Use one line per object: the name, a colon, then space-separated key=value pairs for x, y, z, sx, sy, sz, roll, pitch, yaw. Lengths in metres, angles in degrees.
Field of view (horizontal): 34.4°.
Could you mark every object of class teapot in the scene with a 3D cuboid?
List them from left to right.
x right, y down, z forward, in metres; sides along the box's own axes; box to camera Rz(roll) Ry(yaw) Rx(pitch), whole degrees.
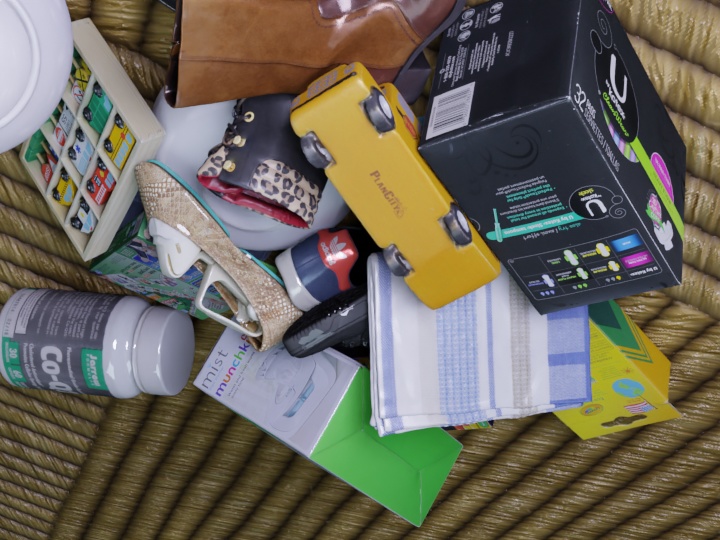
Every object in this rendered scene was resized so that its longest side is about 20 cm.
teapot: x=-0.303 y=-0.172 z=0.878 sx=0.195 sy=0.146 sz=0.202 roll=-26 pitch=115 yaw=-11

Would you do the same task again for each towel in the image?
towel: x=0.098 y=0.052 z=0.957 sx=0.197 sy=0.150 sz=0.024 roll=-5 pitch=-176 yaw=-18

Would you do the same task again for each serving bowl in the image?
serving bowl: x=-0.091 y=-0.088 z=1.002 sx=0.196 sy=0.066 sz=0.202 roll=3 pitch=132 yaw=3

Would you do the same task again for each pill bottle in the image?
pill bottle: x=-0.292 y=0.081 z=1.289 sx=0.196 sy=0.114 sz=0.114 roll=3 pitch=142 yaw=16

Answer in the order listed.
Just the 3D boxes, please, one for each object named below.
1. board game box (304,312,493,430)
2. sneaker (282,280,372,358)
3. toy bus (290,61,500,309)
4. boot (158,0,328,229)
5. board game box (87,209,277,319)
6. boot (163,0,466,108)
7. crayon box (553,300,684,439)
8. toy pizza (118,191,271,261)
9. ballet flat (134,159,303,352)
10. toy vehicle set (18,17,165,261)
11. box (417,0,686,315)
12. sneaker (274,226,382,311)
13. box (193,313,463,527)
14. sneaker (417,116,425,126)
board game box: x=0.035 y=0.097 z=1.235 sx=0.163 sy=0.057 sz=0.201 roll=-9 pitch=136 yaw=29
sneaker: x=0.041 y=0.049 z=0.980 sx=0.198 sy=0.060 sz=0.105 roll=-31 pitch=104 yaw=-6
toy bus: x=0.029 y=-0.063 z=0.848 sx=0.064 sy=0.079 sz=0.201 roll=-26 pitch=119 yaw=21
boot: x=-0.088 y=-0.136 z=0.896 sx=0.198 sy=0.153 sz=0.073 roll=26 pitch=166 yaw=-16
board game box: x=-0.176 y=0.000 z=1.119 sx=0.133 sy=0.030 sz=0.199 roll=24 pitch=162 yaw=-21
boot: x=-0.032 y=-0.193 z=0.803 sx=0.197 sy=0.069 sz=0.189 roll=-2 pitch=145 yaw=-25
crayon box: x=0.220 y=0.088 z=1.158 sx=0.126 sy=0.051 sz=0.200 roll=-19 pitch=130 yaw=38
toy pizza: x=-0.173 y=-0.065 z=1.126 sx=0.197 sy=0.032 sz=0.202 roll=11 pitch=142 yaw=9
ballet flat: x=-0.129 y=-0.005 z=0.989 sx=0.200 sy=0.066 sz=0.070 roll=45 pitch=158 yaw=-17
toy vehicle set: x=-0.245 y=-0.112 z=1.039 sx=0.125 sy=0.026 sz=0.200 roll=55 pitch=142 yaw=11
box: x=0.151 y=-0.091 z=0.871 sx=0.123 sy=0.150 sz=0.200 roll=-15 pitch=134 yaw=32
sneaker: x=0.000 y=0.000 z=1.064 sx=0.084 sy=0.076 sz=0.200 roll=-30 pitch=170 yaw=16
box: x=-0.028 y=0.135 z=1.105 sx=0.175 sy=0.098 sz=0.200 roll=23 pitch=167 yaw=41
sneaker: x=0.086 y=-0.043 z=1.017 sx=0.199 sy=0.080 sz=0.130 roll=32 pitch=139 yaw=-19
